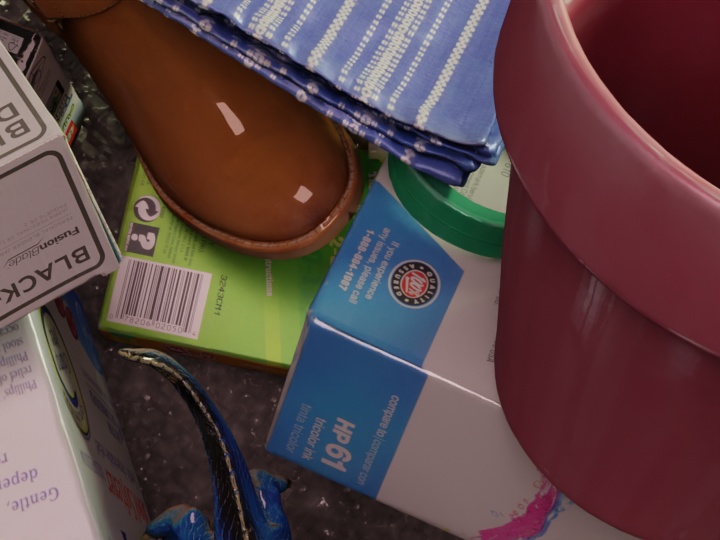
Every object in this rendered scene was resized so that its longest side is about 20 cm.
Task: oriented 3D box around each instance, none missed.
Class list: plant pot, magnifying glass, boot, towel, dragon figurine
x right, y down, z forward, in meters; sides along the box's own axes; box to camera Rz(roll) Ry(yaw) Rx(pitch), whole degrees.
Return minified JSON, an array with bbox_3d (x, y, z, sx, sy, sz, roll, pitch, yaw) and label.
[{"bbox_3d":[0.126,-0.014,0.764,0.198,0.180,0.201,9,48,-10],"label":"plant pot"},{"bbox_3d":[0.082,-0.066,0.910,0.079,0.022,0.200,35,43,15],"label":"magnifying glass"},{"bbox_3d":[-0.084,-0.102,0.916,0.076,0.155,0.200,-35,57,-1],"label":"boot"},{"bbox_3d":[-0.021,-0.122,0.876,0.199,0.024,0.145,31,43,-3],"label":"towel"},{"bbox_3d":[-0.035,0.123,0.848,0.058,0.099,0.201,-14,118,-14],"label":"dragon figurine"}]

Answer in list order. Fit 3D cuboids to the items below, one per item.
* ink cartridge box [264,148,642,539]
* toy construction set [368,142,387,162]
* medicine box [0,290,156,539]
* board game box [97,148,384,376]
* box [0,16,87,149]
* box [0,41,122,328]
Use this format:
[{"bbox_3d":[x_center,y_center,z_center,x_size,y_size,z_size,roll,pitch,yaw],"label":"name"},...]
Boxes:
[{"bbox_3d":[0.085,0.036,0.889,0.199,0.085,0.145,23,46,4],"label":"ink cartridge box"},{"bbox_3d":[0.023,-0.155,0.984,0.130,0.092,0.201,-25,87,-9],"label":"toy construction set"},{"bbox_3d":[-0.137,0.097,0.890,0.102,0.182,0.201,-20,78,-1],"label":"medicine box"},{"bbox_3d":[0.000,0.000,0.984,0.198,0.030,0.096,11,78,7],"label":"board game box"},{"bbox_3d":[-0.214,-0.100,0.974,0.199,0.110,0.035,22,80,8],"label":"box"},{"bbox_3d":[-0.173,-0.050,0.818,0.116,0.060,0.200,-27,44,-9],"label":"box"}]
